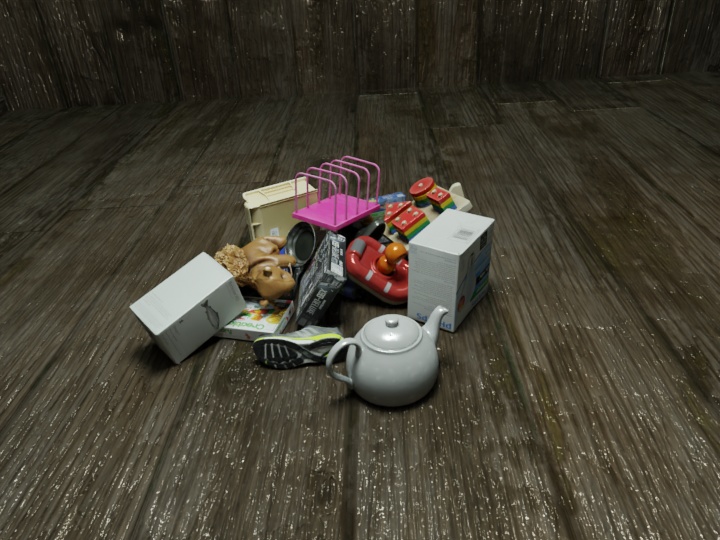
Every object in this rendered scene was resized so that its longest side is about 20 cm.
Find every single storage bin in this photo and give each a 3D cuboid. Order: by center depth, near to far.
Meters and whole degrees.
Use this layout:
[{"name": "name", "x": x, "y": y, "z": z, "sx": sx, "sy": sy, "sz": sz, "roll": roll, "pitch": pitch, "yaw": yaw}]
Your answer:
[{"name": "storage bin", "x": -0.210, "y": -0.122, "z": 1.560, "sx": 0.197, "sy": 0.202, "sz": 0.094, "roll": -19, "pitch": 36, "yaw": -24}]

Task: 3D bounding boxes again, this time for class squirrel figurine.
[{"name": "squirrel figurine", "x": -0.244, "y": 0.009, "z": 1.342, "sx": 0.198, "sy": 0.143, "sz": 0.187, "roll": 8, "pitch": 22, "yaw": -20}]

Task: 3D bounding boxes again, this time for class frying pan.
[{"name": "frying pan", "x": -0.141, "y": -0.031, "z": 1.431, "sx": 0.031, "sy": 0.114, "sz": 0.192, "roll": 13, "pitch": 56, "yaw": -46}]

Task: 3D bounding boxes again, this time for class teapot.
[{"name": "teapot", "x": 0.057, "y": 0.154, "z": 1.120, "sx": 0.195, "sy": 0.147, "sz": 0.200, "roll": 7, "pitch": 33, "yaw": 17}]

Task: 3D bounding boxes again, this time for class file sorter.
[{"name": "file sorter", "x": -0.057, "y": -0.203, "z": 1.466, "sx": 0.138, "sy": 0.127, "sz": 0.200, "roll": 19, "pitch": 31, "yaw": 30}]

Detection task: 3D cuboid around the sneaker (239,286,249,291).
[{"name": "sneaker", "x": -0.361, "y": 0.004, "z": 1.485, "sx": 0.198, "sy": 0.076, "sz": 0.116, "roll": -10, "pitch": 33, "yaw": -5}]

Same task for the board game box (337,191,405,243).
[{"name": "board game box", "x": 0.033, "y": -0.134, "z": 1.616, "sx": 0.198, "sy": 0.137, "sz": 0.034, "roll": -14, "pitch": 32, "yaw": -18}]

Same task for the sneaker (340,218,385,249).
[{"name": "sneaker", "x": -0.012, "y": -0.086, "z": 1.515, "sx": 0.060, "sy": 0.200, "sz": 0.105, "roll": -13, "pitch": 56, "yaw": -39}]

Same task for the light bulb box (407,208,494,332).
[{"name": "light bulb box", "x": 0.205, "y": -0.004, "z": 1.316, "sx": 0.124, "sy": 0.202, "sz": 0.198, "roll": 17, "pitch": 36, "yaw": 29}]

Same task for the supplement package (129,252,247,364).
[{"name": "supplement package", "x": -0.371, "y": 0.080, "z": 1.258, "sx": 0.117, "sy": 0.117, "sz": 0.200, "roll": 33, "pitch": 62, "yaw": 32}]

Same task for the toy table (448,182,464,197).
[{"name": "toy table", "x": 0.243, "y": -0.137, "z": 1.583, "sx": 0.116, "sy": 0.185, "sz": 0.201, "roll": -17, "pitch": 38, "yaw": 10}]

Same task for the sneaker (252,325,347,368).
[{"name": "sneaker", "x": -0.128, "y": 0.157, "z": 1.223, "sx": 0.198, "sy": 0.075, "sz": 0.081, "roll": 0, "pitch": 21, "yaw": -5}]

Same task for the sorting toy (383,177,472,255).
[{"name": "sorting toy", "x": 0.146, "y": -0.152, "z": 1.462, "sx": 0.199, "sy": 0.070, "sz": 0.199, "roll": -38, "pitch": 28, "yaw": -4}]

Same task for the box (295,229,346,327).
[{"name": "box", "x": -0.092, "y": 0.018, "z": 1.354, "sx": 0.049, "sy": 0.158, "sz": 0.201, "roll": 25, "pitch": 26, "yaw": -16}]

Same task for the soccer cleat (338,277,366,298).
[{"name": "soccer cleat", "x": 0.000, "y": -0.001, "z": 1.462, "sx": 0.083, "sy": 0.065, "sz": 0.200, "roll": 14, "pitch": 36, "yaw": 20}]

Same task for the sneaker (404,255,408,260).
[{"name": "sneaker", "x": 0.119, "y": -0.048, "z": 1.473, "sx": 0.070, "sy": 0.074, "sz": 0.199, "roll": -13, "pitch": 5, "yaw": -31}]

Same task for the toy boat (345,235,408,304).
[{"name": "toy boat", "x": 0.066, "y": -0.016, "z": 1.364, "sx": 0.199, "sy": 0.131, "sz": 0.131, "roll": 32, "pitch": 46, "yaw": -8}]

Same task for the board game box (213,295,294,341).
[{"name": "board game box", "x": -0.268, "y": 0.109, "z": 1.339, "sx": 0.198, "sy": 0.035, "sz": 0.127, "roll": 5, "pitch": 32, "yaw": 14}]

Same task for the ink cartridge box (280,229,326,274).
[{"name": "ink cartridge box", "x": -0.176, "y": -0.038, "z": 1.511, "sx": 0.198, "sy": 0.095, "sz": 0.044, "roll": -16, "pitch": 5, "yaw": -21}]
